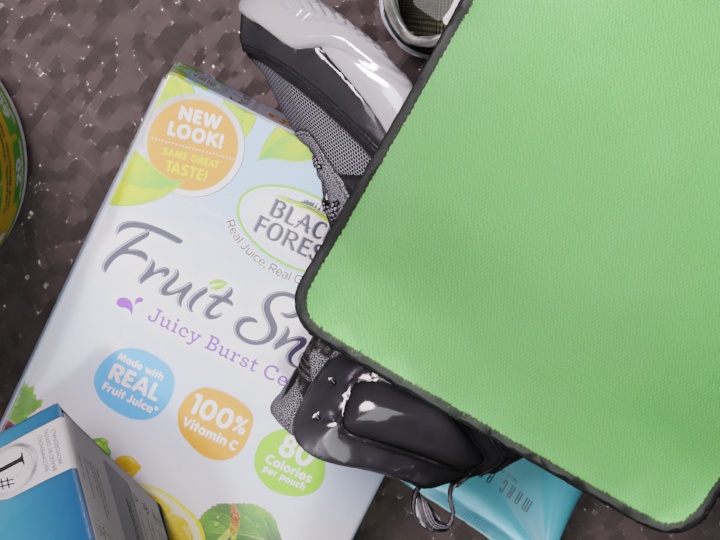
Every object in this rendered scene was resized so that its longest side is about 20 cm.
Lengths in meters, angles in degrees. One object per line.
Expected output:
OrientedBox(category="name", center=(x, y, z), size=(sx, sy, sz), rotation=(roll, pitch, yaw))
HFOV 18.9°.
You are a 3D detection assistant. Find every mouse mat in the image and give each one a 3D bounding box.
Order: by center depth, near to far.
OrientedBox(category="mouse mat", center=(0.089, -0.027, 0.705), size=(0.161, 0.008, 0.200), rotation=(30, 108, -2))

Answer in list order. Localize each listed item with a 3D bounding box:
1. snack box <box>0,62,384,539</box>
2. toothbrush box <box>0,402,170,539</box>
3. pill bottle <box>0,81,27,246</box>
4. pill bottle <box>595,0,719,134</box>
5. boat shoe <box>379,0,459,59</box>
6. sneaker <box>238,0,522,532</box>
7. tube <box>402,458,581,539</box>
OrientedBox(category="snack box", center=(-0.052, 0.041, 0.834), size=(0.142, 0.053, 0.201), rotation=(26, 99, -5))
OrientedBox(category="toothbrush box", center=(-0.156, 0.163, 0.751), size=(0.199, 0.147, 0.085), rotation=(-28, 139, 6))
OrientedBox(category="pill bottle", center=(-0.185, -0.025, 0.749), size=(0.111, 0.200, 0.112), rotation=(0, 101, 1))
OrientedBox(category="pill bottle", center=(0.114, -0.143, 0.746), size=(0.112, 0.112, 0.201), rotation=(3, 86, 1))
OrientedBox(category="boat shoe", center=(0.039, -0.175, 0.781), size=(0.072, 0.071, 0.201), rotation=(1, 100, 1))
OrientedBox(category="sneaker", center=(0.000, 0.000, 0.761), size=(0.114, 0.075, 0.200), rotation=(-40, 99, 2))
OrientedBox(category="tube", center=(0.089, 0.015, 0.833), size=(0.077, 0.050, 0.200), rotation=(34, 104, 15))
